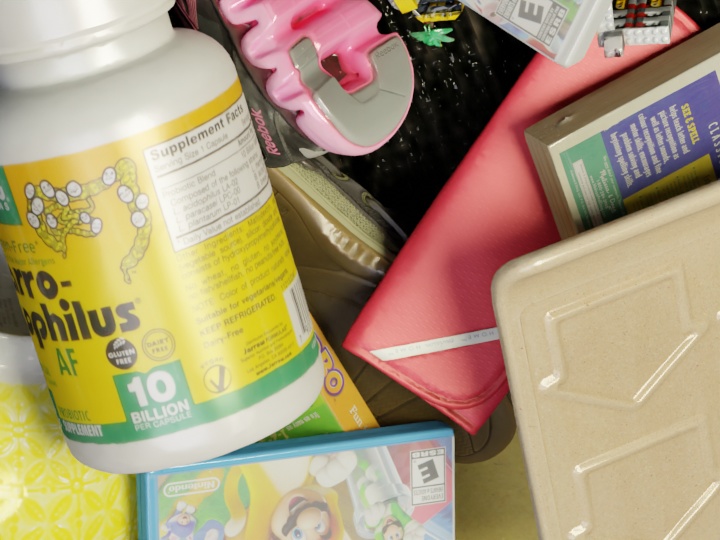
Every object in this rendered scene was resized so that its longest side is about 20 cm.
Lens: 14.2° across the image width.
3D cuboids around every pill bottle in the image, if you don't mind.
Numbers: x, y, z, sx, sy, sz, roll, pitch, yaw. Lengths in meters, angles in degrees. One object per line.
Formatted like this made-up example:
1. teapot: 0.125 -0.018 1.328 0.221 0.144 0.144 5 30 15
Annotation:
1. pill bottle: -0.093 -0.029 1.167 0.112 0.113 0.201 -11 106 17

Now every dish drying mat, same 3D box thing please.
1. dish drying mat: 0.077 -0.030 1.233 0.077 0.018 0.200 34 93 -12

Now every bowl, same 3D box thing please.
1. bowl: -0.170 0.049 1.261 0.200 0.200 0.108 19 118 -3

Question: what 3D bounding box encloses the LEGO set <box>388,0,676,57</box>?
1. LEGO set: 0.060 -0.168 1.139 0.153 0.116 0.201 5 121 8

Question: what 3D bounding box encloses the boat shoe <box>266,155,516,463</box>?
1. boat shoe: 0.000 0.000 1.283 0.200 0.065 0.073 47 124 -10

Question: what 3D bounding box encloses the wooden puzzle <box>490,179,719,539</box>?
1. wooden puzzle: 0.146 0.045 1.222 0.185 0.046 0.201 -21 122 -17

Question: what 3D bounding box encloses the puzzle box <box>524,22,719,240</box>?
1. puzzle box: 0.159 -0.005 1.247 0.133 0.025 0.200 -28 119 -13

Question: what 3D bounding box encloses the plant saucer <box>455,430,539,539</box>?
1. plant saucer: 0.089 0.135 1.377 0.200 0.049 0.200 -30 113 26

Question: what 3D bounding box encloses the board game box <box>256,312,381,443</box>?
1. board game box: -0.032 0.078 1.301 0.095 0.030 0.200 -9 119 41

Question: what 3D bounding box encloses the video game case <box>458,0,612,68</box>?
1. video game case: 0.029 -0.188 1.093 0.200 0.018 0.143 34 119 16

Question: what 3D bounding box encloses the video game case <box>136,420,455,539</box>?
1. video game case: -0.026 0.171 1.267 0.143 0.018 0.201 -6 105 -21

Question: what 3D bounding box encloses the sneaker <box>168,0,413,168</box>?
1. sneaker: -0.062 -0.128 1.208 0.095 0.079 0.200 -23 96 55
